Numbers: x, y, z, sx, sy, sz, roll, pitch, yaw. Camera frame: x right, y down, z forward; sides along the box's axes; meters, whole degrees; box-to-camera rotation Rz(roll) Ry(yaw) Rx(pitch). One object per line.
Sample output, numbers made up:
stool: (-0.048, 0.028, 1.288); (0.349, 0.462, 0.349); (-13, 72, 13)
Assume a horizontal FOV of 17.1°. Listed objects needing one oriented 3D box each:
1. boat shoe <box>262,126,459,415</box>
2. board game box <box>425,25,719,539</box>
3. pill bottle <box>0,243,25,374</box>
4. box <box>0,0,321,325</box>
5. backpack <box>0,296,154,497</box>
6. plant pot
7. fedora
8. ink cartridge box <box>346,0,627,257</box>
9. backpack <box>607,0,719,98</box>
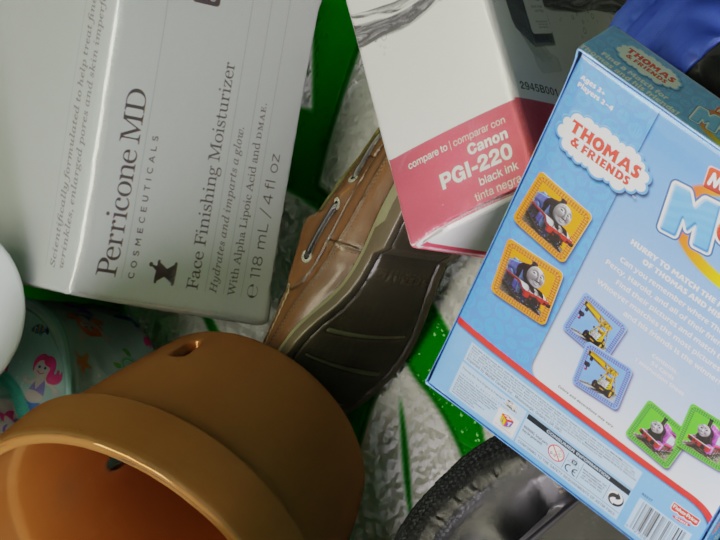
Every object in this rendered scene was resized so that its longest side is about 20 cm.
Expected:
boat shoe: (0.000, 0.000, 1.285); (0.200, 0.072, 0.068); (-54, 43, 20)
board game box: (0.125, 0.017, 1.038); (0.151, 0.037, 0.200); (37, 132, 17)
pill bottle: (-0.269, 0.018, 1.289); (0.200, 0.113, 0.114); (3, 87, 54)
box: (-0.138, -0.084, 1.327); (0.200, 0.130, 0.200); (11, 92, 55)
backpack: (-0.200, 0.112, 1.374); (0.177, 0.150, 0.201); (4, 82, 49)
plant pot: (-0.087, 0.125, 1.241); (0.200, 0.140, 0.201); (19, 132, 22)
fedora: (0.108, 0.167, 1.147); (0.200, 0.092, 0.201); (-7, 69, 18)
ink cartridge box: (0.071, -0.112, 1.186); (0.085, 0.145, 0.201); (-27, 70, 33)
backpack: (0.209, -0.102, 1.073); (0.200, 0.162, 0.168); (-48, 23, 27)
